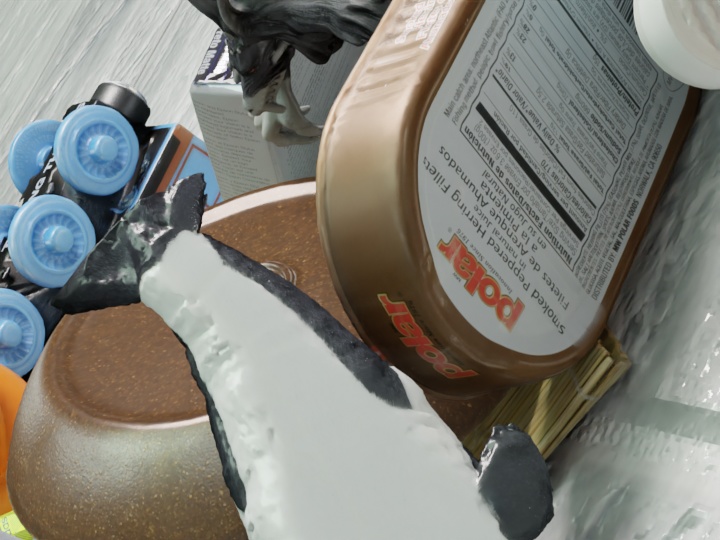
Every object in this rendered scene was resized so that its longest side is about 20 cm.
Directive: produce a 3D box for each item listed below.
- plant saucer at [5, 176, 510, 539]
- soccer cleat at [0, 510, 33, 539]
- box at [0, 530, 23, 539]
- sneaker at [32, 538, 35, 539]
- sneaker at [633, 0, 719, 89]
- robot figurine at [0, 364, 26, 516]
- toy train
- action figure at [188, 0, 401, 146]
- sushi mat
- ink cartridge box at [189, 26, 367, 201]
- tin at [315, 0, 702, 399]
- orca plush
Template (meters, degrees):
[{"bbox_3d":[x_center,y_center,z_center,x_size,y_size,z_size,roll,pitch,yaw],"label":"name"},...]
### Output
[{"bbox_3d":[-0.036,0.022,0.853,0.200,0.037,0.200,-18,29,10],"label":"plant saucer"},{"bbox_3d":[-0.119,0.115,1.068,0.200,0.084,0.065,-55,18,16],"label":"soccer cleat"},{"bbox_3d":[-0.106,0.182,0.762,0.200,0.176,0.097,-44,27,40],"label":"box"},{"bbox_3d":[-0.117,0.144,0.879,0.076,0.105,0.200,11,97,59],"label":"sneaker"},{"bbox_3d":[0.126,-0.120,0.814,0.082,0.074,0.200,-50,9,52],"label":"sneaker"},{"bbox_3d":[-0.199,0.116,1.158,0.144,0.117,0.200,-45,-26,-37],"label":"robot figurine"},{"bbox_3d":[-0.140,0.005,1.264,0.087,0.114,0.200,-8,53,59],"label":"toy train"},{"bbox_3d":[0.012,-0.081,0.868,0.119,0.200,0.102,27,117,42],"label":"action figure"},{"bbox_3d":[0.020,0.086,0.845,0.200,0.012,0.096,-53,17,18],"label":"sushi mat"},{"bbox_3d":[-0.017,-0.127,1.087,0.200,0.041,0.200,81,-153,-58],"label":"ink cartridge box"},{"bbox_3d":[0.052,-0.050,0.796,0.042,0.112,0.200,-16,36,44],"label":"tin"},{"bbox_3d":[-0.015,0.072,0.737,0.105,0.200,0.071,-46,-13,-22],"label":"orca plush"}]
